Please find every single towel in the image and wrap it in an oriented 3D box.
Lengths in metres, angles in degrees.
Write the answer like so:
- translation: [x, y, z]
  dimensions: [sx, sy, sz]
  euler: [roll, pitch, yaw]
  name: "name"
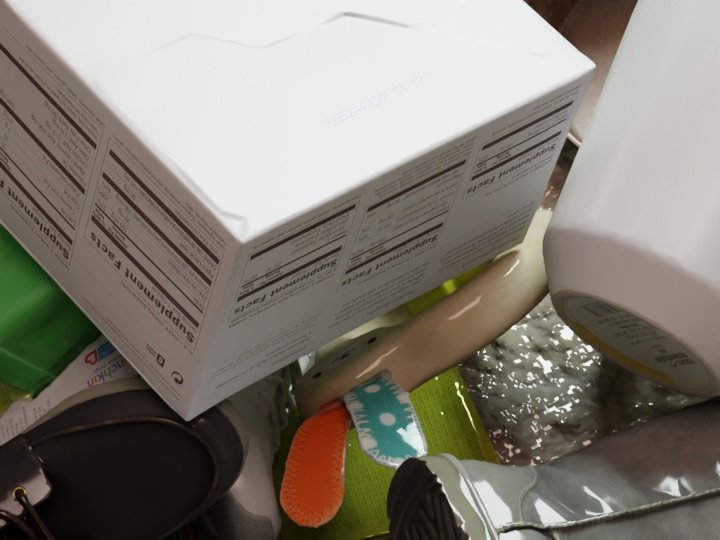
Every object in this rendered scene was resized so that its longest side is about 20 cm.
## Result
- translation: [-0.037, 0.098, 1.221]
  dimensions: [0.199, 0.018, 0.086]
  euler: [-14, 55, -12]
  name: "towel"

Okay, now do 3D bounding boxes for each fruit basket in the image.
- translation: [-0.180, 0.023, 1.208]
  dimensions: [0.094, 0.200, 0.186]
  euler: [24, 36, -42]
  name: "fruit basket"

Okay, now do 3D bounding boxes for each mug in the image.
- translation: [0.161, -0.022, 1.181]
  dimensions: [0.149, 0.187, 0.153]
  euler: [21, 72, 31]
  name: "mug"

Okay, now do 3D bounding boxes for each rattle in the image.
- translation: [0.000, 0.000, 1.189]
  dimensions: [0.130, 0.143, 0.200]
  euler: [-1, 26, 40]
  name: "rattle"

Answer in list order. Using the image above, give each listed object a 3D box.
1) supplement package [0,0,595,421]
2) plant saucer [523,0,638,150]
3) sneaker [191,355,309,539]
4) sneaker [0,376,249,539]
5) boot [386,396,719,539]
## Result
- translation: [-0.036, -0.061, 1.120]
  dimensions: [0.200, 0.111, 0.156]
  euler: [-27, 61, -37]
  name: "supplement package"
- translation: [0.178, -0.105, 1.370]
  dimensions: [0.199, 0.035, 0.201]
  euler: [1, 54, -2]
  name: "plant saucer"
- translation: [-0.057, 0.044, 1.214]
  dimensions: [0.080, 0.071, 0.201]
  euler: [-9, 43, -12]
  name: "sneaker"
- translation: [-0.138, 0.117, 1.097]
  dimensions: [0.200, 0.075, 0.106]
  euler: [-24, 20, 19]
  name: "sneaker"
- translation: [0.127, 0.132, 1.113]
  dimensions: [0.199, 0.073, 0.182]
  euler: [-1, 57, -31]
  name: "boot"
